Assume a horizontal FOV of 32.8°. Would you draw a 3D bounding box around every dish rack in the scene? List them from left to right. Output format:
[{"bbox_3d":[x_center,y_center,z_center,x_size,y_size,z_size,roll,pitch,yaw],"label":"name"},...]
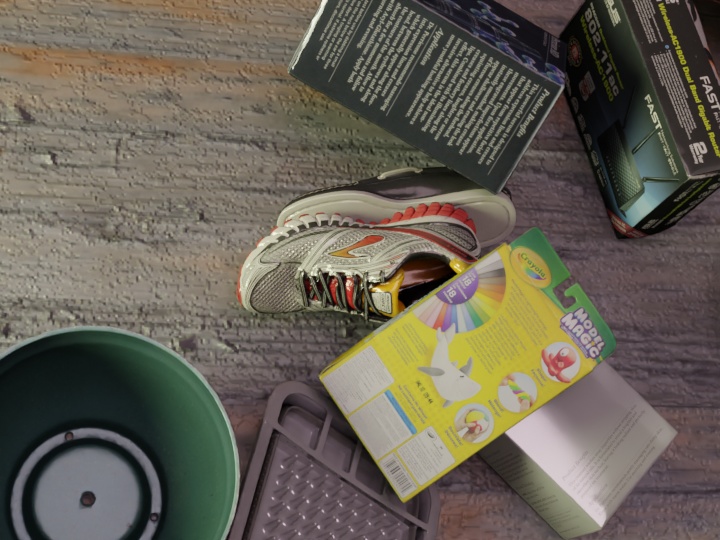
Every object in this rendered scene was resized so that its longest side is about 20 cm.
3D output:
[{"bbox_3d":[-0.025,0.196,0.889,0.171,0.043,0.201,37,39,-20],"label":"dish rack"}]

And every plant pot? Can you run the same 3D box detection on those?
[{"bbox_3d":[-0.191,0.154,0.860,0.199,0.134,0.202,4,70,-12],"label":"plant pot"}]

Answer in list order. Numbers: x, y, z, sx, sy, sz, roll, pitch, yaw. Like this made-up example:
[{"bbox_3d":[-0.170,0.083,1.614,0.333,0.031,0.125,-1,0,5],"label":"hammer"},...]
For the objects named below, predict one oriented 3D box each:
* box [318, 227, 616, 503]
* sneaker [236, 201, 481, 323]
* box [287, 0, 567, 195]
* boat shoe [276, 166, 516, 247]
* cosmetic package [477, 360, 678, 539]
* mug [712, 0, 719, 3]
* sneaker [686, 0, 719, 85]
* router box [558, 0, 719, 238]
[{"bbox_3d":[0.081,0.068,0.918,0.199,0.048,0.118,-35,86,3],"label":"box"},{"bbox_3d":[0.000,0.000,0.966,0.198,0.078,0.082,-12,39,-1],"label":"sneaker"},{"bbox_3d":[0.061,-0.176,1.016,0.199,0.107,0.149,30,25,-4],"label":"box"},{"bbox_3d":[0.028,-0.052,1.024,0.198,0.074,0.061,-8,37,-3],"label":"boat shoe"},{"bbox_3d":[0.141,0.106,0.991,0.200,0.081,0.113,46,68,5],"label":"cosmetic package"},{"bbox_3d":[0.365,-0.282,1.138,0.199,0.178,0.133,26,51,28],"label":"mug"},{"bbox_3d":[0.303,-0.179,1.134,0.080,0.073,0.202,-11,88,-63],"label":"sneaker"},{"bbox_3d":[0.245,-0.145,1.063,0.062,0.150,0.201,-14,75,-16],"label":"router box"}]
